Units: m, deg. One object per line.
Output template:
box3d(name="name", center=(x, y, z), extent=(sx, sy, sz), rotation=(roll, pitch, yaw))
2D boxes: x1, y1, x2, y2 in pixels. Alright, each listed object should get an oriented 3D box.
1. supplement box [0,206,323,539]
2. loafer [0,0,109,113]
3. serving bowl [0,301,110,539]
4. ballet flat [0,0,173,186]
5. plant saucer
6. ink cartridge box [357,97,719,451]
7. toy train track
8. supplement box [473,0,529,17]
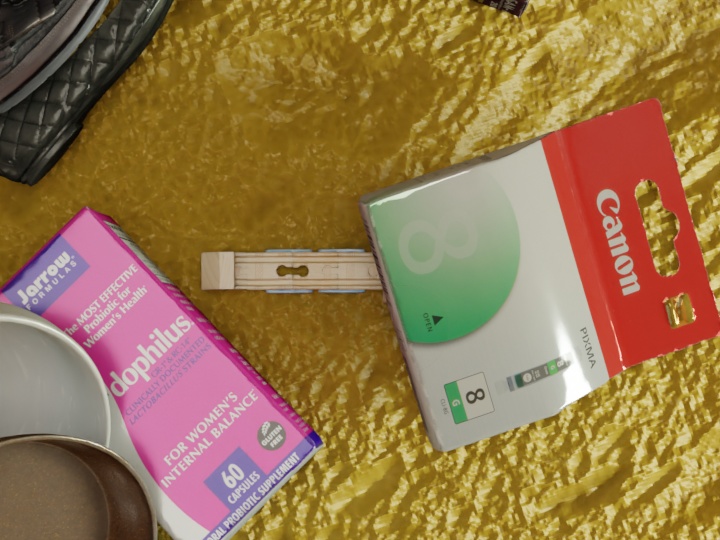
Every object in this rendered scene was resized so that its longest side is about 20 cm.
box3d(name="supplement box", center=(-0.127, 0.068, 1.427), extent=(0.101, 0.103, 0.200), rotation=(-44, 87, -1))
box3d(name="loafer", center=(-0.235, -0.129, 1.428), extent=(0.200, 0.072, 0.063), rotation=(-41, 128, 8))
box3d(name="serving bowl", center=(-0.242, 0.096, 1.322), extent=(0.200, 0.200, 0.066), rotation=(-45, 47, -2))
box3d(name="ballet flat", center=(-0.165, -0.141, 1.451), extent=(0.057, 0.066, 0.200), rotation=(38, 88, -1))
box3d(name="plant saucer", center=(-0.209, 0.171, 1.328), extent=(0.200, 0.200, 0.034), rotation=(-48, 46, -2))
box3d(name="ink cartridge box", center=(0.114, 0.002, 1.434), extent=(0.199, 0.050, 0.162), rotation=(-18, 101, -3))
box3d(name="toy train track", center=(0.000, 0.000, 1.463), extent=(0.198, 0.033, 0.116), rotation=(0, 88, 1))
box3d(name="supplement box", center=(0.025, -0.242, 1.460), extent=(0.199, 0.061, 0.110), rotation=(18, 88, 0))
